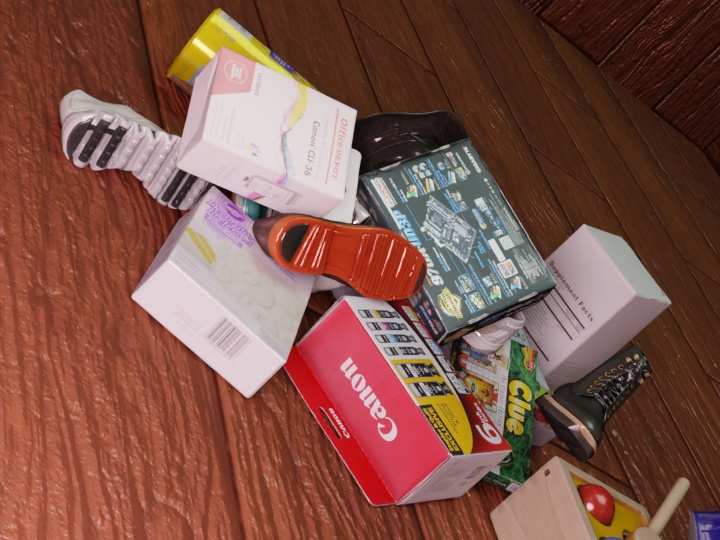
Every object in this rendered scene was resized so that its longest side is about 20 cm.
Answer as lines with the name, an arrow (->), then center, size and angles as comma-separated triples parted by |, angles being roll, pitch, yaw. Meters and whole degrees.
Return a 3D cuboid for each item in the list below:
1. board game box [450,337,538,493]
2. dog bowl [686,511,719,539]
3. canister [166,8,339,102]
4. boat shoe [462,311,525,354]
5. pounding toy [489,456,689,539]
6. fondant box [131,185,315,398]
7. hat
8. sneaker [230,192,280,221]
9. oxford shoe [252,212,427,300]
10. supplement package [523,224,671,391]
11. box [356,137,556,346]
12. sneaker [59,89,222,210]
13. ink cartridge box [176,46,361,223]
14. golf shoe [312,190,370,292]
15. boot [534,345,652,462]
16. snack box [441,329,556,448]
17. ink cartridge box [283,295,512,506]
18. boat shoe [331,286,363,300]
board game box -> 0.143, 0.146, 1.611 | 0.104, 0.023, 0.201 | 26, 43, -15
dog bowl -> 0.392, 0.358, 1.561 | 0.078, 0.202, 0.200 | 2, 21, 8
canister -> -0.121, -0.203, 1.706 | 0.200, 0.087, 0.148 | 39, -16, -10
boat shoe -> 0.102, 0.000, 1.640 | 0.202, 0.065, 0.074 | 51, 40, 7
pounding toy -> 0.263, 0.290, 1.513 | 0.199, 0.142, 0.185 | 31, 26, -33
fondant box -> -0.125, 0.016, 1.402 | 0.144, 0.058, 0.200 | 42, 20, -11
hat -> 0.047, -0.113, 1.795 | 0.200, 0.200, 0.081 | 20, 45, -48
sneaker -> -0.097, -0.088, 1.593 | 0.079, 0.072, 0.200 | 15, 23, -1
oxford shoe -> -0.018, -0.021, 1.475 | 0.199, 0.072, 0.072 | 19, 4, -36
supplement package -> 0.272, 0.056, 1.875 | 0.121, 0.200, 0.120 | 13, 38, -55
box -> 0.099, -0.033, 1.591 | 0.158, 0.046, 0.201 | -22, 74, -31
sneaker -> -0.218, -0.125, 1.473 | 0.199, 0.075, 0.081 | 27, 19, -41
ink cartridge box -> -0.075, -0.126, 1.471 | 0.199, 0.067, 0.117 | 23, 57, -24
golf shoe -> -0.029, -0.075, 1.563 | 0.078, 0.097, 0.202 | 14, 79, -64
boot -> 0.267, 0.133, 1.599 | 0.078, 0.138, 0.200 | 57, 1, -7
snack box -> 0.154, 0.106, 1.740 | 0.142, 0.053, 0.201 | 21, 39, -48
ink cartridge box -> 0.031, 0.128, 1.456 | 0.200, 0.084, 0.175 | 55, 24, 22
boat shoe -> 0.000, 0.000, 1.669 | 0.071, 0.072, 0.200 | 43, 9, 18
